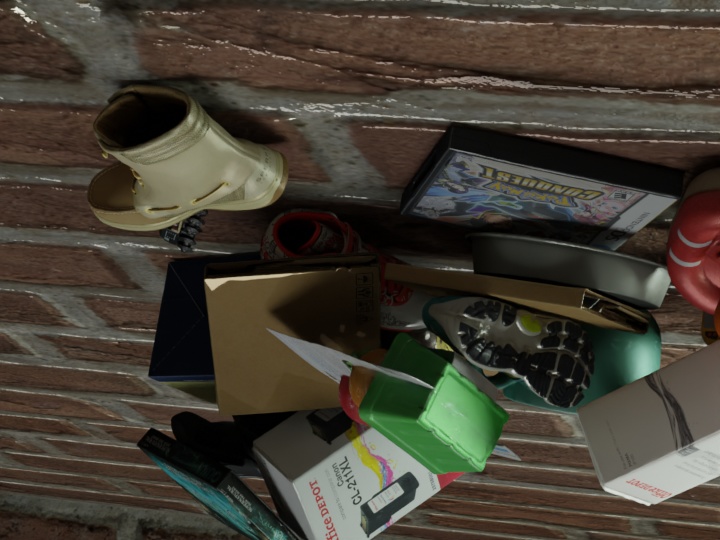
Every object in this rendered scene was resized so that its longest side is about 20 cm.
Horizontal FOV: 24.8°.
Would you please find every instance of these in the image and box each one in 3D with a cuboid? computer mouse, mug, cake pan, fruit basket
[{"bbox_3d":[-0.121,0.216,1.765,0.200,0.034,0.059,32,154,-2],"label":"computer mouse"},{"bbox_3d":[0.214,0.078,1.625,0.152,0.115,0.185,10,-176,38],"label":"mug"},{"bbox_3d":[0.191,0.002,1.502,0.200,0.037,0.200,11,176,1],"label":"cake pan"},{"bbox_3d":[0.032,0.109,1.509,0.185,0.094,0.200,40,168,-38],"label":"fruit basket"}]

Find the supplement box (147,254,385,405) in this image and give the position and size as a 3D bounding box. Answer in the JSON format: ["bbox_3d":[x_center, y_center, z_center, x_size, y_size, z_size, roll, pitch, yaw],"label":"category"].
[{"bbox_3d":[-0.085,0.078,1.787,0.200,0.134,0.200,-4,159,36],"label":"supplement box"}]

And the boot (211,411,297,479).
[{"bbox_3d":[-0.123,0.186,1.814,0.165,0.066,0.200,10,163,6],"label":"boot"}]

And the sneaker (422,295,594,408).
[{"bbox_3d":[0.140,0.066,1.504,0.200,0.078,0.080,28,172,-36],"label":"sneaker"}]

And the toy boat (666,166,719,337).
[{"bbox_3d":[0.320,0.003,1.355,0.130,0.131,0.200,7,163,5],"label":"toy boat"}]

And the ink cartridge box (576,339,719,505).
[{"bbox_3d":[0.318,0.133,1.501,0.200,0.083,0.146,-28,154,21],"label":"ink cartridge box"}]

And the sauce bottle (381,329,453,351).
[{"bbox_3d":[0.062,0.082,1.765,0.065,0.065,0.200,-1,139,29],"label":"sauce bottle"}]

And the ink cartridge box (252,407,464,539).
[{"bbox_3d":[0.005,0.193,1.702,0.083,0.200,0.146,38,155,45],"label":"ink cartridge box"}]

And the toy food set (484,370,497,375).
[{"bbox_3d":[0.189,0.080,1.812,0.200,0.049,0.198,14,162,-17],"label":"toy food set"}]

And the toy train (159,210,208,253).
[{"bbox_3d":[-0.169,-0.059,1.562,0.046,0.034,0.200,23,162,-4],"label":"toy train"}]

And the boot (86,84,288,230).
[{"bbox_3d":[-0.182,-0.094,1.381,0.200,0.073,0.155,-4,160,31],"label":"boot"}]

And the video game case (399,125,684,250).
[{"bbox_3d":[0.150,-0.064,1.401,0.200,0.026,0.181,11,163,-9],"label":"video game case"}]

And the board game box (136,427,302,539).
[{"bbox_3d":[-0.146,0.237,1.728,0.135,0.028,0.200,49,163,-27],"label":"board game box"}]

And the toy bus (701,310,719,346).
[{"bbox_3d":[0.398,0.065,1.609,0.065,0.078,0.200,-2,160,30],"label":"toy bus"}]

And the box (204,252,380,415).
[{"bbox_3d":[-0.063,0.064,1.572,0.163,0.021,0.200,-4,137,-3],"label":"box"}]

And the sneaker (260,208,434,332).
[{"bbox_3d":[-0.001,0.001,1.580,0.201,0.067,0.108,20,163,1],"label":"sneaker"}]

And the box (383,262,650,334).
[{"bbox_3d":[0.145,0.025,1.508,0.200,0.021,0.163,9,175,31],"label":"box"}]
